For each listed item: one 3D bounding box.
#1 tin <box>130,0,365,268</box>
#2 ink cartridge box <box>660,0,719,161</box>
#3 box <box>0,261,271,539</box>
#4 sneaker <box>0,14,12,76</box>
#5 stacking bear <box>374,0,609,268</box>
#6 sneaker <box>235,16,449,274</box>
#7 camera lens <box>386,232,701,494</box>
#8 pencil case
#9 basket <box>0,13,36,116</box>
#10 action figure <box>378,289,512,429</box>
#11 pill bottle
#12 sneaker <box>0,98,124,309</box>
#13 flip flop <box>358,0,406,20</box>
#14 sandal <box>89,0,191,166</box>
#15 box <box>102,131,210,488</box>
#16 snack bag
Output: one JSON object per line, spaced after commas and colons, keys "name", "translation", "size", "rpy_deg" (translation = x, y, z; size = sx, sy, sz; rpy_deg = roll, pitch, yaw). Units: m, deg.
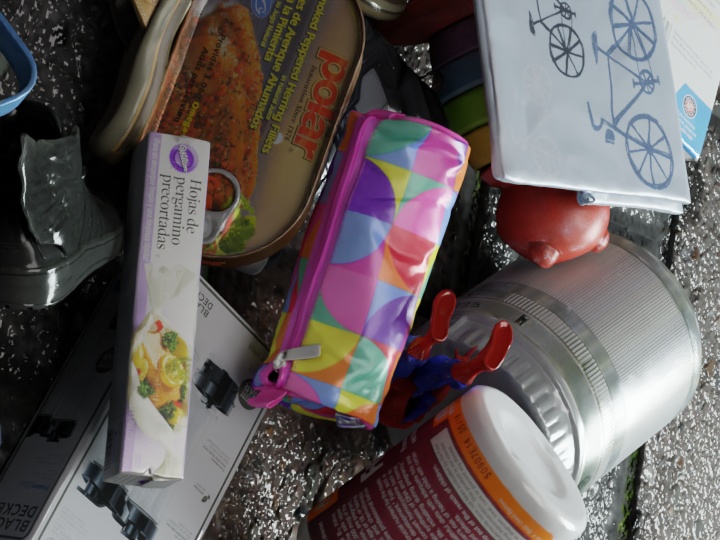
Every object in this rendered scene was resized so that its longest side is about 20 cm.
{"name": "tin", "translation": [-0.066, -0.097, 1.231], "size": [0.042, 0.112, 0.200], "rpy_deg": [74, 35, -73]}
{"name": "ink cartridge box", "translation": [0.195, -0.198, 1.516], "size": [0.128, 0.125, 0.200], "rpy_deg": [38, 62, -43]}
{"name": "box", "translation": [-0.135, 0.106, 1.207], "size": [0.117, 0.060, 0.200], "rpy_deg": [47, 57, -38]}
{"name": "sneaker", "translation": [-0.231, -0.075, 1.061], "size": [0.200, 0.090, 0.067], "rpy_deg": [-45, 140, -43]}
{"name": "stacking bear", "translation": [0.110, -0.100, 1.394], "size": [0.121, 0.114, 0.200], "rpy_deg": [-16, 86, -46]}
{"name": "sneaker", "translation": [-0.008, -0.071, 1.305], "size": [0.114, 0.075, 0.200], "rpy_deg": [28, 64, -14]}
{"name": "camera lens", "translation": [0.132, 0.072, 1.426], "size": [0.200, 0.160, 0.160], "rpy_deg": [-31, 113, -43]}
{"name": "pencil case", "translation": [0.000, 0.000, 1.231], "size": [0.088, 0.088, 0.200], "rpy_deg": [27, 79, -45]}
{"name": "basket", "translation": [-0.269, -0.141, 0.980], "size": [0.176, 0.139, 0.200], "rpy_deg": [-28, 81, -44]}
{"name": "action figure", "translation": [0.035, 0.063, 1.309], "size": [0.065, 0.200, 0.052], "rpy_deg": [24, 64, -13]}
{"name": "pill bottle", "translation": [0.033, 0.173, 1.284], "size": [0.114, 0.200, 0.114], "rpy_deg": [48, 15, -17]}
{"name": "sneaker", "translation": [-0.170, -0.046, 1.096], "size": [0.200, 0.060, 0.105], "rpy_deg": [-67, 159, -71]}
{"name": "flip flop", "translation": [-0.023, -0.241, 1.306], "size": [0.200, 0.057, 0.081], "rpy_deg": [53, 10, -28]}
{"name": "sandal", "translation": [-0.130, -0.161, 1.209], "size": [0.054, 0.080, 0.200], "rpy_deg": [22, 80, -12]}
{"name": "box", "translation": [-0.116, 0.023, 1.156], "size": [0.039, 0.041, 0.201], "rpy_deg": [9, 73, -21]}
{"name": "snack bag", "translation": [0.141, -0.134, 1.340], "size": [0.200, 0.021, 0.189], "rpy_deg": [3, 77, -43]}
